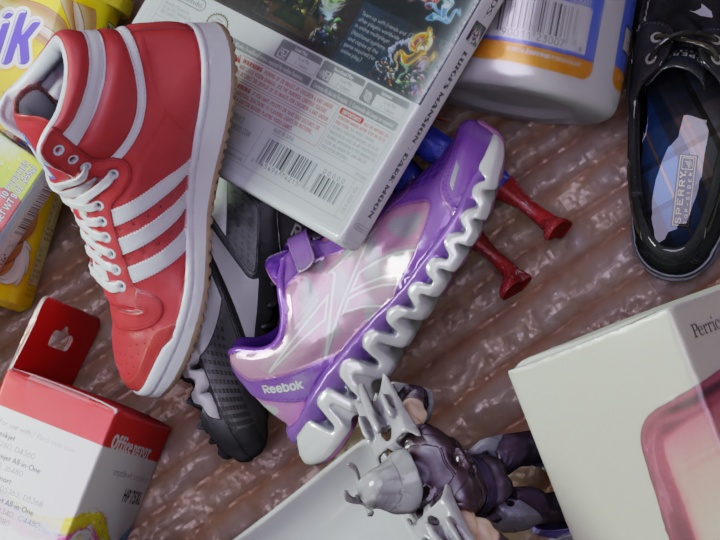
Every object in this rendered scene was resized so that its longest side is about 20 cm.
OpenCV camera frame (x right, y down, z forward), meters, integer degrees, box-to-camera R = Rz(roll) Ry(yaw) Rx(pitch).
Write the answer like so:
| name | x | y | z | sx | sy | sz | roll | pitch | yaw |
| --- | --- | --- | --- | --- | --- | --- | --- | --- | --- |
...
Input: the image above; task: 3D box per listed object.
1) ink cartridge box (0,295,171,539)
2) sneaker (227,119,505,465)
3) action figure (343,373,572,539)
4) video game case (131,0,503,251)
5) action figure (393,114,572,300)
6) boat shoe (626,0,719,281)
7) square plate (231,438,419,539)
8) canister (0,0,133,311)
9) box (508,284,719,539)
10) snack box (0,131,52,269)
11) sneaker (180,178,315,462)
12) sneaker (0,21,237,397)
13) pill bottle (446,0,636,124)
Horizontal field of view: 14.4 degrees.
| name | x | y | z | sx | sy | sz | roll | pitch | yaw |
| --- | --- | --- | --- | --- | --- | --- | --- | --- | --- |
| ink cartridge box | -0.164 | 0.122 | 1.515 | 0.067 | 0.116 | 0.200 | 21 | 87 | 12 |
| sneaker | 0.000 | 0.000 | 1.479 | 0.088 | 0.080 | 0.200 | 34 | 98 | 2 |
| action figure | 0.065 | 0.110 | 1.442 | 0.069 | 0.200 | 0.130 | -37 | 64 | 39 |
| video game case | -0.029 | -0.128 | 1.495 | 0.200 | 0.023 | 0.182 | 30 | 89 | 37 |
| action figure | 0.020 | -0.069 | 1.544 | 0.200 | 0.052 | 0.065 | 40 | 109 | 14 |
| boat shoe | 0.170 | -0.096 | 1.514 | 0.070 | 0.066 | 0.201 | 7 | 83 | 9 |
| square plate | -0.005 | 0.218 | 1.491 | 0.198 | 0.028 | 0.200 | -38 | 77 | 29 |
| canister | -0.220 | -0.091 | 1.569 | 0.148 | 0.087 | 0.200 | 16 | 87 | 11 |
| box | 0.182 | 0.113 | 1.428 | 0.109 | 0.128 | 0.200 | -23 | 86 | 40 |
| snack box | -0.272 | -0.009 | 1.499 | 0.142 | 0.053 | 0.200 | 33 | 90 | 7 |
| sneaker | -0.061 | 0.001 | 1.540 | 0.090 | 0.066 | 0.201 | -12 | 79 | 10 |
| sneaker | -0.133 | -0.031 | 1.452 | 0.112 | 0.071 | 0.201 | 0 | 107 | -29 |
| pill bottle | 0.098 | -0.186 | 1.516 | 0.112 | 0.112 | 0.201 | 9 | 84 | 10 |
